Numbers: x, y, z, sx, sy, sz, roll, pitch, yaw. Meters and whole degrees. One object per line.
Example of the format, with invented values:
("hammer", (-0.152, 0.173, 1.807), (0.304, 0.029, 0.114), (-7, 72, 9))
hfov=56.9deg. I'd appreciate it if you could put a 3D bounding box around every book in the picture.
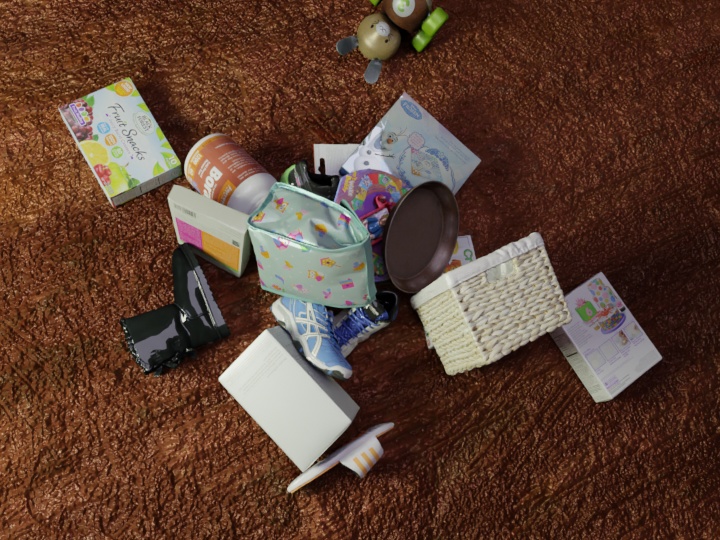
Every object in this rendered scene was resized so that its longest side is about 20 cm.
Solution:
("book", (-0.251, -0.064, 1.116), (0.132, 0.200, 0.049), (24, 70, -3))

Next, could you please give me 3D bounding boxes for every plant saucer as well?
("plant saucer", (0.102, -0.061, 1.176), (0.034, 0.201, 0.201), (22, 61, 42))

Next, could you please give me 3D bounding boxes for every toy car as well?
("toy car", (0.047, -0.488, 1.352), (0.164, 0.158, 0.200), (43, 80, -6))

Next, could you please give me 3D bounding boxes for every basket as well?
("basket", (0.222, 0.062, 1.137), (0.196, 0.200, 0.163), (-22, 80, -18))

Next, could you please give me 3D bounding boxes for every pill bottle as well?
("pill bottle", (-0.212, -0.143, 1.169), (0.112, 0.113, 0.200), (-38, 63, -20))

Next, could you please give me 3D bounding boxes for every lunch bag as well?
("lunch bag", (-0.066, -0.029, 1.069), (0.197, 0.172, 0.123), (17, 54, 17))

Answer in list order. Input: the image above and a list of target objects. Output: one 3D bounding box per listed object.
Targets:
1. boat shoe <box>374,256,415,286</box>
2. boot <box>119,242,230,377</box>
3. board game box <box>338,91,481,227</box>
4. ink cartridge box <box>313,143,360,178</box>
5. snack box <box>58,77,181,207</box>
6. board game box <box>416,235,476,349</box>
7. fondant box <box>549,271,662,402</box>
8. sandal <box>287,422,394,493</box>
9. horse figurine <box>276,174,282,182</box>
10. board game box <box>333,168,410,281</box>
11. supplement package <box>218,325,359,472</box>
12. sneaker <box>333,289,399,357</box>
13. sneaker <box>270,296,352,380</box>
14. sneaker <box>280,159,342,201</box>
("boat shoe", (0.000, 0.000, 1.222), (0.197, 0.065, 0.073), (-15, 110, -14))
("boot", (-0.328, 0.068, 1.130), (0.161, 0.073, 0.200), (-24, 80, -15))
("board game box", (0.095, -0.197, 1.256), (0.199, 0.043, 0.200), (41, 76, -3))
("ink cartridge box", (0.006, -0.185, 1.289), (0.197, 0.050, 0.111), (-1, 74, -11))
("snack box", (-0.436, -0.235, 1.213), (0.141, 0.053, 0.201), (-30, 80, -20))
("board game box", (0.169, 0.038, 1.257), (0.124, 0.035, 0.203), (-8, 74, -15))
("fondant box", (0.458, 0.127, 1.276), (0.143, 0.058, 0.201), (-30, 81, -19))
("sandal", (-0.023, 0.325, 1.108), (0.205, 0.079, 0.060), (-31, 82, -10))
("horse figurine", (-0.132, -0.072, 1.225), (0.131, 0.050, 0.202), (-27, 82, -24))
("board game box", (0.024, -0.084, 1.172), (0.156, 0.039, 0.203), (19, 80, -14))
("supplement package", (-0.112, 0.203, 1.086), (0.117, 0.117, 0.200), (-45, 84, 3))
("sneaker", (-0.007, 0.088, 1.162), (0.198, 0.115, 0.081), (-35, 80, -18))
("sneaker", (-0.074, 0.100, 1.106), (0.077, 0.076, 0.200), (-45, 60, 3))
("sneaker", (-0.051, -0.126, 1.205), (0.199, 0.077, 0.084), (34, 107, -28))
